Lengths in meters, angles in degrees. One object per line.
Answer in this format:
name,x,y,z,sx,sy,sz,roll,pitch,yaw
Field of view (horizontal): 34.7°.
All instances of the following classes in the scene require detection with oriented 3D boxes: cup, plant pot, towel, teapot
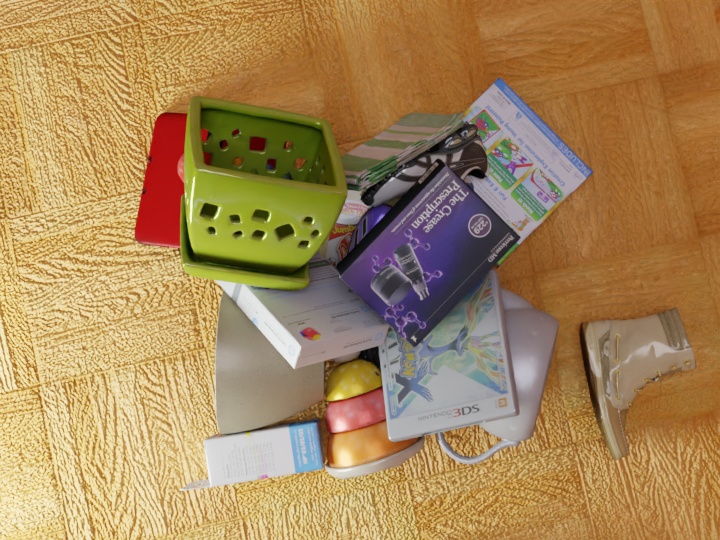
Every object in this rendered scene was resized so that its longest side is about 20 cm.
cup,-0.120,0.125,1.591,0.142,0.200,0.202,1,85,-1
plant pot,-0.141,-0.092,1.505,0.198,0.200,0.182,8,124,-15
towel,0.034,-0.171,1.616,0.200,0.152,0.023,-34,113,-23
teapot,0.187,0.139,1.601,0.145,0.198,0.201,13,44,11

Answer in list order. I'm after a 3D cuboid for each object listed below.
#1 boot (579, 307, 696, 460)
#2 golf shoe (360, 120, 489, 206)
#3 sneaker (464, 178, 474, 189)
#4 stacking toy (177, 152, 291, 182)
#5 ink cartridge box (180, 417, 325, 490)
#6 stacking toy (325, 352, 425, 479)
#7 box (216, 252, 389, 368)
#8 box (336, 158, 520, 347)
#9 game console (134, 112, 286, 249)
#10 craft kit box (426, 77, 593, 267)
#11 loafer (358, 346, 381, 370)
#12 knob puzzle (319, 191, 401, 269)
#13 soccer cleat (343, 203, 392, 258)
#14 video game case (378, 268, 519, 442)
boot,0.406,0.160,1.647,0.154,0.073,0.201,-10,79,2
golf shoe,0.097,-0.128,1.625,0.199,0.078,0.095,-31,96,-12
sneaker,0.097,-0.026,1.573,0.199,0.081,0.115,-34,89,0
stacking toy,-0.164,-0.125,1.633,0.199,0.085,0.086,16,84,-22
ink cartridge box,-0.153,0.257,1.620,0.199,0.115,0.068,-9,85,-1
stacking toy,-0.003,0.175,1.599,0.145,0.146,0.201,-17,94,-1
box,-0.079,0.040,1.546,0.200,0.155,0.041,43,129,34
box,0.087,-0.023,1.503,0.141,0.079,0.200,42,96,-12
game console,-0.221,-0.122,1.705,0.171,0.118,0.201,12,85,-30
craft kit box,0.202,-0.143,1.692,0.197,0.049,0.200,-43,86,-6
loafer,0.060,0.057,1.637,0.072,0.072,0.201,10,100,-27
knob puzzle,0.019,-0.067,1.681,0.218,0.030,0.221,0,98,0
soccer cleat,0.000,0.000,1.638,0.068,0.073,0.201,28,97,-4
video game case,0.111,0.113,1.540,0.181,0.022,0.201,-15,66,21
